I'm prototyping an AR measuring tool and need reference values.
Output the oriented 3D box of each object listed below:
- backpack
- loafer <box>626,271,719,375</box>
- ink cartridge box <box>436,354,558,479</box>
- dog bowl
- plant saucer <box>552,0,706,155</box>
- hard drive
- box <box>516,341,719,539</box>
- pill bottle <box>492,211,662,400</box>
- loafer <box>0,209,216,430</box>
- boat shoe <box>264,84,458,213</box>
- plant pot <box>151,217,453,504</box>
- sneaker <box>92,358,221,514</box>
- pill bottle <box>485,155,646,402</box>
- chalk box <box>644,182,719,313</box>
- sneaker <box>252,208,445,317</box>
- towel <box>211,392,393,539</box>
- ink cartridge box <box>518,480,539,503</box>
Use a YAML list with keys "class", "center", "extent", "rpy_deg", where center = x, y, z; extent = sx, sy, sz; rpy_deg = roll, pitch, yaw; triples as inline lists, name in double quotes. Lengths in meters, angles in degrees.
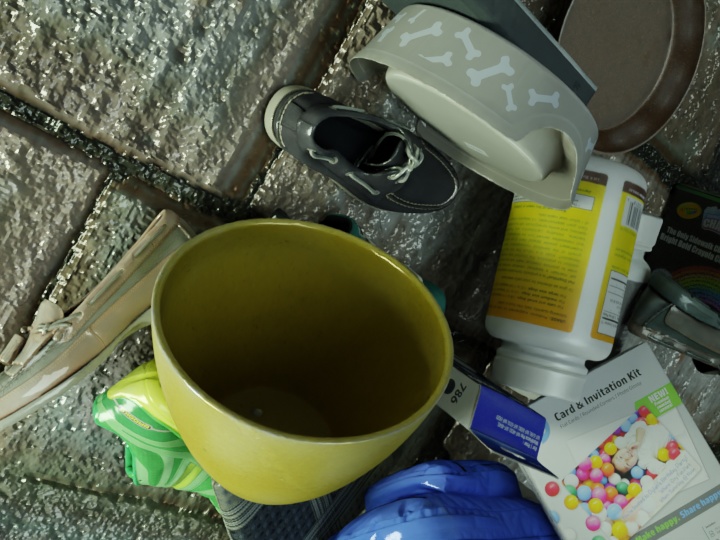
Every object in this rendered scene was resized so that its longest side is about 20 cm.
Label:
- class: "backpack"
  center: [0.063, 0.258, 0.784]
  extent: [0.200, 0.168, 0.162]
  rpy_deg: [8, 145, -46]
- class: "loafer"
  center: [0.332, 0.068, 0.861]
  extent: [0.200, 0.072, 0.063]
  rpy_deg: [31, 105, -29]
- class: "ink cartridge box"
  center: [0.085, 0.100, 0.755]
  extent: [0.099, 0.200, 0.039]
  rpy_deg: [30, 94, -41]
- class: "dog bowl"
  center: [0.089, -0.124, 0.665]
  extent: [0.200, 0.200, 0.059]
  rpy_deg: [33, 91, -39]
- class: "plant saucer"
  center: [0.248, -0.211, 0.835]
  extent: [0.200, 0.034, 0.201]
  rpy_deg: [-14, 118, -28]
- class: "hard drive"
  center: [0.070, -0.191, 0.652]
  extent: [0.200, 0.140, 0.033]
  rpy_deg: [32, 92, -40]
- class: "box"
  center: [0.237, 0.187, 0.788]
  extent: [0.156, 0.200, 0.041]
  rpy_deg: [-26, 168, -8]
- class: "pill bottle"
  center: [0.214, 0.027, 0.867]
  extent: [0.114, 0.114, 0.200]
  rpy_deg: [9, 105, -37]
- class: "loafer"
  center: [-0.196, 0.032, 0.625]
  extent: [0.200, 0.072, 0.063]
  rpy_deg: [-38, 111, -23]
- class: "boat shoe"
  center: [0.016, -0.086, 0.711]
  extent: [0.200, 0.063, 0.073]
  rpy_deg: [21, 97, -39]
- class: "plant pot"
  center: [-0.053, 0.082, 0.617]
  extent: [0.200, 0.200, 0.142]
  rpy_deg: [-9, 137, -31]
- class: "sneaker"
  center: [-0.144, 0.142, 0.713]
  extent: [0.083, 0.074, 0.200]
  rpy_deg: [-19, 133, 10]
- class: "pill bottle"
  center: [0.171, 0.006, 0.757]
  extent: [0.109, 0.109, 0.200]
  rpy_deg: [16, 86, -38]
- class: "chalk box"
  center: [0.409, -0.018, 0.975]
  extent: [0.124, 0.125, 0.200]
  rpy_deg: [11, 105, -37]
- class: "sneaker"
  center: [0.000, 0.000, 0.734]
  extent: [0.200, 0.071, 0.080]
  rpy_deg: [10, 109, -36]
- class: "towel"
  center: [-0.044, 0.174, 0.767]
  extent: [0.200, 0.034, 0.193]
  rpy_deg: [-46, 137, -37]
- class: "ink cartridge box"
  center: [0.154, 0.307, 0.898]
  extent: [0.084, 0.200, 0.146]
  rpy_deg: [10, 105, -40]
